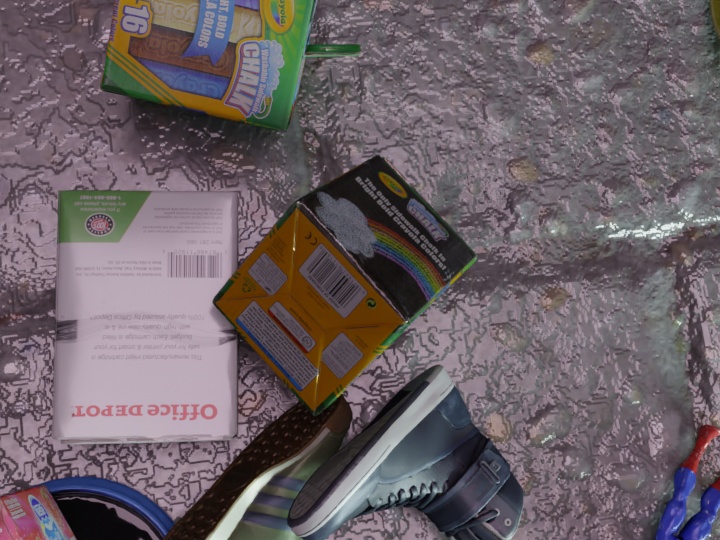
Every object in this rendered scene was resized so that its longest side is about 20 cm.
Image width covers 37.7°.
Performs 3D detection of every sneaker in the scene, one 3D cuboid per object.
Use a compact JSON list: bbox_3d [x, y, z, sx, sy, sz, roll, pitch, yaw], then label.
[{"bbox_3d":[-0.069,0.195,0.866,0.200,0.067,0.090,-43,117,-27],"label":"sneaker"},{"bbox_3d":[0.046,0.185,0.835,0.202,0.077,0.147,-36,93,-41],"label":"sneaker"}]

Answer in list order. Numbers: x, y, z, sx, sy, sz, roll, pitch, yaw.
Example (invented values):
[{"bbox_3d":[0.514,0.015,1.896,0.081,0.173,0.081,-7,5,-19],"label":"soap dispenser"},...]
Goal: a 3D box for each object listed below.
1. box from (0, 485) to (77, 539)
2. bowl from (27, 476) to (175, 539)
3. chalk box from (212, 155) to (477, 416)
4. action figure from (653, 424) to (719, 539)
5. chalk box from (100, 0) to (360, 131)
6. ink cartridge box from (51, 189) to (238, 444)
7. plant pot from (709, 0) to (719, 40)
[{"bbox_3d":[-0.250,0.215,0.722,0.099,0.200,0.096,-30,86,-12],"label":"box"},{"bbox_3d":[-0.228,0.268,0.838,0.198,0.039,0.203,1,80,-7],"label":"bowl"},{"bbox_3d":[0.000,0.000,0.858,0.125,0.200,0.124,47,121,5],"label":"chalk box"},{"bbox_3d":[0.274,0.228,0.887,0.065,0.099,0.201,34,79,1],"label":"action figure"},{"bbox_3d":[-0.099,-0.195,0.881,0.198,0.125,0.125,13,106,-4],"label":"chalk box"},{"bbox_3d":[-0.172,0.041,0.865,0.144,0.084,0.202,1,80,-7],"label":"ink cartridge box"},{"bbox_3d":[0.463,-0.266,0.976,0.198,0.187,0.189,12,78,-20],"label":"plant pot"}]
